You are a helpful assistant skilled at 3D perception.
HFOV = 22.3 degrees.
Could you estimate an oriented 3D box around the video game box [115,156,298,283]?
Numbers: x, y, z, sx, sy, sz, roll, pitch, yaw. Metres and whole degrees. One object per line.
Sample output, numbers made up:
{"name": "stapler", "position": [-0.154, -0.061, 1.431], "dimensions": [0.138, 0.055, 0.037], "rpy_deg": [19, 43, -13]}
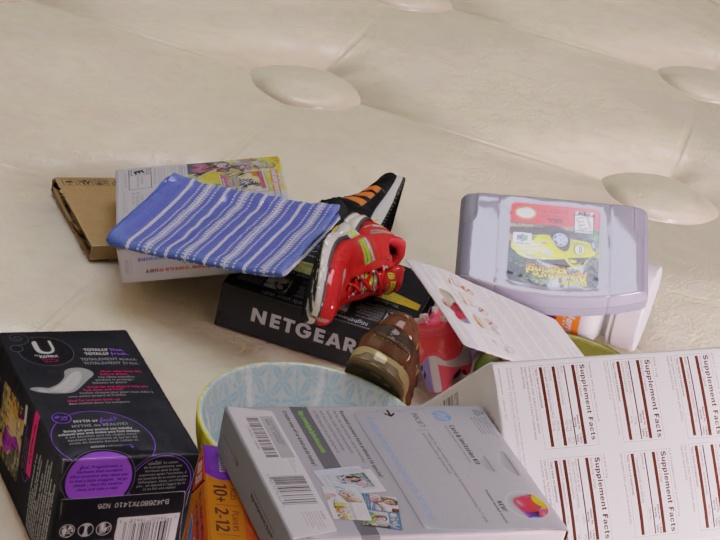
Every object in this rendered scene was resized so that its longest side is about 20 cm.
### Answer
{"name": "video game box", "position": [-0.163, -0.056, 1.905], "dimensions": [0.181, 0.047, 0.200], "rpy_deg": [-7, 28, -4]}

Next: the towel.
{"name": "towel", "position": [-0.135, -0.046, 1.813], "dimensions": [0.199, 0.024, 0.145], "rpy_deg": [10, 32, 22]}

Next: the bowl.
{"name": "bowl", "position": [-0.048, 0.173, 1.533], "dimensions": [0.198, 0.108, 0.201], "rpy_deg": [10, 27, -5]}

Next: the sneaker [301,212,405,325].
{"name": "sneaker", "position": [0.000, 0.000, 1.817], "dimensions": [0.084, 0.077, 0.200], "rpy_deg": [22, 29, 7]}

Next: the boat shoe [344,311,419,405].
{"name": "boat shoe", "position": [0.025, 0.090, 1.665], "dimensions": [0.072, 0.068, 0.200], "rpy_deg": [30, -16, 4]}

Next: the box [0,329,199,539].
{"name": "box", "position": [-0.226, 0.143, 1.512], "dimensions": [0.121, 0.107, 0.200], "rpy_deg": [1, 28, -27]}

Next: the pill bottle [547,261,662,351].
{"name": "pill bottle", "position": [0.215, 0.009, 1.966], "dimensions": [0.199, 0.115, 0.114], "rpy_deg": [19, 27, 14]}

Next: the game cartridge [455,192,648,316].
{"name": "game cartridge", "position": [0.198, -0.015, 1.889], "dimensions": [0.198, 0.041, 0.134], "rpy_deg": [5, 55, 2]}

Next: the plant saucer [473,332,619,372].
{"name": "plant saucer", "position": [0.214, 0.112, 1.858], "dimensions": [0.198, 0.031, 0.200], "rpy_deg": [10, 27, -5]}

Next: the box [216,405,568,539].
{"name": "box", "position": [0.019, 0.148, 1.240], "dimensions": [0.198, 0.041, 0.156], "rpy_deg": [0, 29, -23]}

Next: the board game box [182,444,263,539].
{"name": "board game box", "position": [-0.025, 0.266, 1.258], "dimensions": [0.198, 0.201, 0.200], "rpy_deg": [7, 26, -11]}

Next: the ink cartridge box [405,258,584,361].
{"name": "ink cartridge box", "position": [0.136, 0.074, 1.741], "dimensions": [0.199, 0.047, 0.160], "rpy_deg": [21, 20, -31]}

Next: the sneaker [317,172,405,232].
{"name": "sneaker", "position": [-0.008, -0.067, 2.063], "dimensions": [0.089, 0.070, 0.200], "rpy_deg": [18, 29, 4]}

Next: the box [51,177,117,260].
{"name": "box", "position": [-0.222, -0.058, 2.003], "dimensions": [0.199, 0.021, 0.164], "rpy_deg": [-1, 29, -26]}

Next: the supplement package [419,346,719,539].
{"name": "supplement package", "position": [0.169, 0.152, 1.416], "dimensions": [0.198, 0.148, 0.191], "rpy_deg": [-3, -14, -19]}

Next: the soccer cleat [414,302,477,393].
{"name": "soccer cleat", "position": [0.096, 0.074, 1.857], "dimensions": [0.066, 0.077, 0.200], "rpy_deg": [-3, 4, 17]}

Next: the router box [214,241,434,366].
{"name": "router box", "position": [-0.031, 0.031, 1.881], "dimensions": [0.199, 0.053, 0.157], "rpy_deg": [18, 27, 9]}
